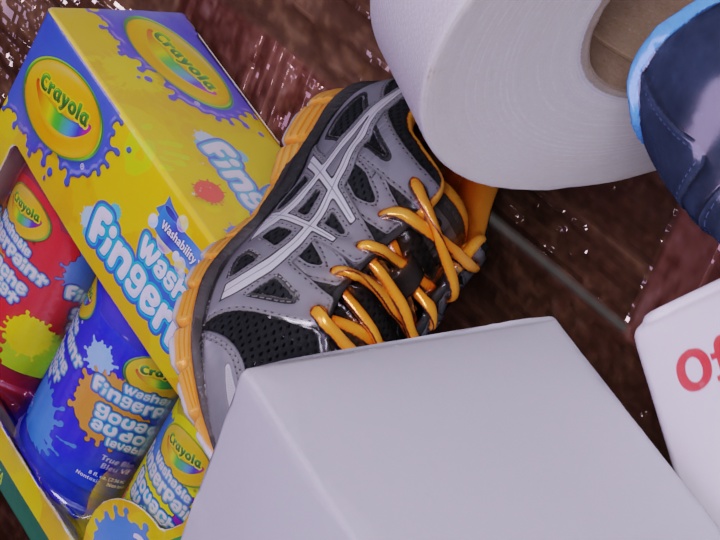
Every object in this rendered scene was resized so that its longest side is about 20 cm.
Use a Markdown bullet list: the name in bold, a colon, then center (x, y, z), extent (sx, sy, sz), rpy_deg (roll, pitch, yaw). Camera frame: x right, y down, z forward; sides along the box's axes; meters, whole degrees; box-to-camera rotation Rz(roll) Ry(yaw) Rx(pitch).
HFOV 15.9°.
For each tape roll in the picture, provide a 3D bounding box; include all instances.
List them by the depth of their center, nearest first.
- **tape roll**: center (0.100, -0.093, 0.690), extent (0.203, 0.202, 0.037), rpy_deg (-46, 59, 38)

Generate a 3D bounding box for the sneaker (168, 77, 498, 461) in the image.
- **sneaker**: center (0.000, 0.000, 0.835), extent (0.077, 0.078, 0.201), rpy_deg (-18, 36, 34)

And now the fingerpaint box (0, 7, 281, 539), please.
- **fingerpaint box**: center (-0.080, 0.027, 0.978), extent (0.200, 0.073, 0.167), rpy_deg (54, 128, 30)

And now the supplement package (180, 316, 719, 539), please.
- **supplement package**: center (0.043, 0.126, 0.708), extent (0.200, 0.117, 0.117), rpy_deg (54, 138, 35)

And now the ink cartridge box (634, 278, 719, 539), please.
- **ink cartridge box**: center (0.175, 0.084, 0.700), extent (0.145, 0.084, 0.202), rpy_deg (-27, 73, 44)

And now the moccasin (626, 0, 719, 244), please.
- **moccasin**: center (0.170, -0.066, 0.674), extent (0.199, 0.080, 0.069), rpy_deg (-30, 63, 15)
